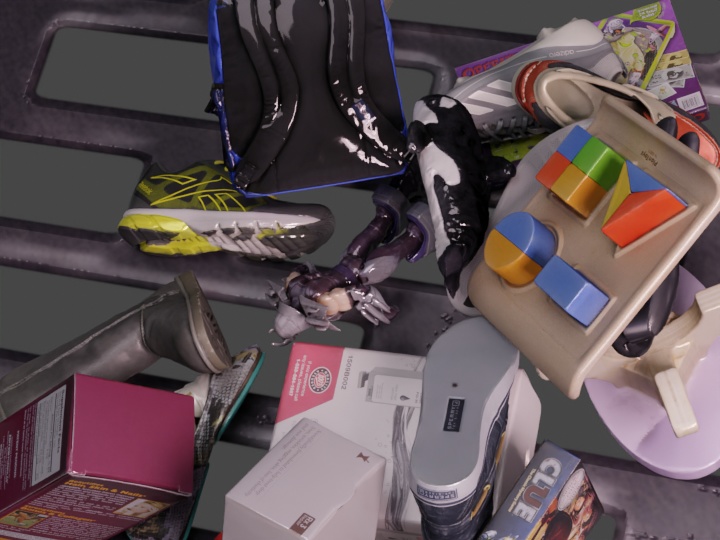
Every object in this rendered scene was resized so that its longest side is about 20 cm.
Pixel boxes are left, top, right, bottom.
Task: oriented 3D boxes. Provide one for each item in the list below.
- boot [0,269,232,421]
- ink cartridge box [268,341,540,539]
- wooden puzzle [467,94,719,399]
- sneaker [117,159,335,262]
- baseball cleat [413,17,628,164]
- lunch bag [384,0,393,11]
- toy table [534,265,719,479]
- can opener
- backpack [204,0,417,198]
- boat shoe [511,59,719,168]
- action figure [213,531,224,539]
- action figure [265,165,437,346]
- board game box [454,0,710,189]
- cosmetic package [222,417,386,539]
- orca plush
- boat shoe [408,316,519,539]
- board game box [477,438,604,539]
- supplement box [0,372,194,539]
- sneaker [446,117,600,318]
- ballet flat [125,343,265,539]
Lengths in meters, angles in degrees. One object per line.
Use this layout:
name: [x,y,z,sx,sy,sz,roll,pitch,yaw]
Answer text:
boot: [-0.214,0.083,1.725,0.200,0.182,0.073,-25,105,-4]
ink cartridge box: [0.034,0.146,1.657,0.200,0.083,0.147,5,68,17]
wooden puzzle: [0.166,-0.027,1.537,0.200,0.046,0.185,-56,33,8]
sneaker: [-0.118,-0.061,1.793,0.200,0.074,0.085,2,67,16]
baseball cleat: [0.134,-0.134,1.731,0.200,0.070,0.106,-35,68,2]
lunch bag: [-0.035,-0.326,1.859,0.168,0.139,0.200,19,71,40]
toy table: [0.233,0.059,1.624,0.184,0.117,0.200,-31,64,1]
can opener: [0.228,-0.025,1.565,0.079,0.063,0.200,-7,54,41]
backpack: [-0.056,-0.172,1.721,0.162,0.168,0.200,-10,97,-9]
boat shoe: [0.220,-0.121,1.681,0.200,0.063,0.071,23,90,-20]
action figure: [-0.148,0.265,1.661,0.200,0.065,0.052,-37,34,-14]
action figure: [0.000,0.000,1.723,0.200,0.069,0.130,-41,39,-16]
board game box: [0.192,-0.155,1.777,0.200,0.032,0.120,-17,67,7]
cosmetic package: [-0.049,0.227,1.564,0.081,0.200,0.113,24,40,22]
orca plush: [0.087,-0.075,1.630,0.071,0.105,0.200,-20,31,16]
boat shoe: [0.078,0.128,1.573,0.071,0.091,0.200,6,41,15]
board game box: [0.112,0.239,1.566,0.035,0.136,0.200,30,78,24]
supplement box: [-0.229,0.159,1.648,0.200,0.110,0.086,-31,52,50]
sneaker: [0.160,-0.040,1.682,0.200,0.112,0.073,-49,64,15]
ballet flat: [-0.146,0.142,1.709,0.072,0.072,0.200,17,73,21]
